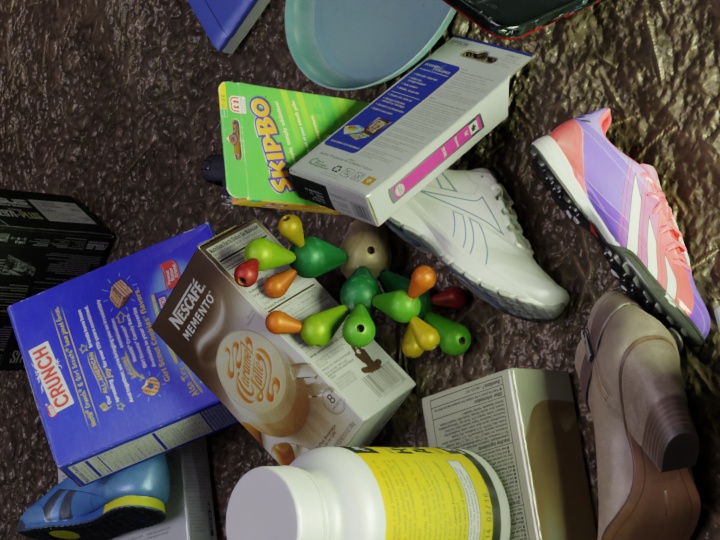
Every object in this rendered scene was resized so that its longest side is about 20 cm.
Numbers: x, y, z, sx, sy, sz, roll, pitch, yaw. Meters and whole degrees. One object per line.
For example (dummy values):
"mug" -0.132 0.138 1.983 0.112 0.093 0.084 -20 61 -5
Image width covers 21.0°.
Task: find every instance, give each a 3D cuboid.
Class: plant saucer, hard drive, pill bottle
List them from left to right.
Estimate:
"hard drive" -0.099 -0.318 1.790 0.200 0.025 0.132 -51 53 30
"pill bottle" 0.005 0.183 1.404 0.111 0.199 0.112 -6 82 47
"plant saucer" 0.019 -0.241 1.634 0.200 0.027 0.201 -17 63 36

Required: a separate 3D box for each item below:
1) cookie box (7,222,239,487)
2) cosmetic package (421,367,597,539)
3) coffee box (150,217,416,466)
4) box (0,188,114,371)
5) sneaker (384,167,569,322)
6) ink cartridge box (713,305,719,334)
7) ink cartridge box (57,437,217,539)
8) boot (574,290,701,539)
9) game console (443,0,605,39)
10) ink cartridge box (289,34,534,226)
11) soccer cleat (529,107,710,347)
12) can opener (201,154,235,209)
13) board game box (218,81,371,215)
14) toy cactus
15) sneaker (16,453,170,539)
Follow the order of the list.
"cookie box" -0.194 0.076 1.739 0.199 0.075 0.172 -22 65 0
"cosmetic package" 0.118 0.183 1.482 0.105 0.071 0.201 -21 71 43
"coffee box" -0.066 0.070 1.615 0.200 0.080 0.114 45 131 12
"box" -0.367 0.009 1.908 0.086 0.199 0.164 39 114 39
"sneaker" 0.093 -0.033 1.532 0.200 0.075 0.087 40 88 29
"ink cartridge box" 0.318 0.109 1.231 0.084 0.144 0.201 -25 69 41
"ink cartridge box" -0.219 0.188 1.852 0.199 0.040 0.201 -21 71 43
"boot" 0.193 0.121 1.417 0.146 0.070 0.201 -113 29 -47
"game console" 0.111 -0.293 1.493 0.200 0.172 0.119 40 141 31
"ink cartridge box" 0.045 -0.115 1.544 0.095 0.200 0.037 22 145 45
"soccer cleat" 0.205 -0.034 1.426 0.073 0.068 0.200 -34 67 -3
"can opener" -0.064 -0.083 1.703 0.200 0.063 0.079 16 97 46
"board game box" -0.038 -0.095 1.578 0.030 0.199 0.096 -17 74 44
"toy cactus" 0.000 0.000 1.578 0.165 0.199 0.103 -82 7 -58
"sneaker" -0.246 0.206 1.809 0.200 0.066 0.079 -22 58 41
